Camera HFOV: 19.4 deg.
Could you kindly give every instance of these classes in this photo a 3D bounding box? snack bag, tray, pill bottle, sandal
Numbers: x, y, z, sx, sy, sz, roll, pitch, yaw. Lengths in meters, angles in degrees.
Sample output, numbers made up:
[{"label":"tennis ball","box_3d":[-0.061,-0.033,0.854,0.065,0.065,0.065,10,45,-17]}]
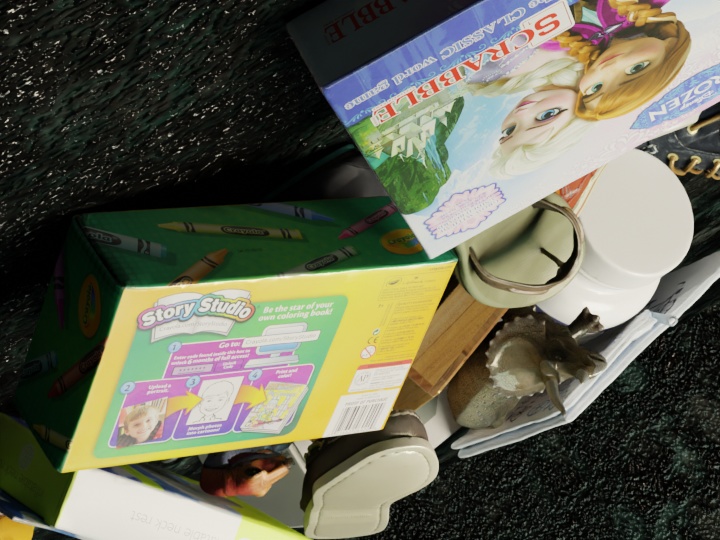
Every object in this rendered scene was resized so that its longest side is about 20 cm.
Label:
[{"label":"snack bag","box_3d":[0.167,0.055,1.494,0.200,0.021,0.189,-41,-177,-23]},{"label":"tray","box_3d":[0.032,0.061,1.363,0.099,0.037,0.200,-49,-177,-24]},{"label":"pill bottle","box_3d":[0.137,-0.009,1.442,0.120,0.120,0.200,-24,173,-30]},{"label":"sandal","box_3d":[0.092,-0.015,1.201,0.080,0.057,0.201,-50,157,0]}]

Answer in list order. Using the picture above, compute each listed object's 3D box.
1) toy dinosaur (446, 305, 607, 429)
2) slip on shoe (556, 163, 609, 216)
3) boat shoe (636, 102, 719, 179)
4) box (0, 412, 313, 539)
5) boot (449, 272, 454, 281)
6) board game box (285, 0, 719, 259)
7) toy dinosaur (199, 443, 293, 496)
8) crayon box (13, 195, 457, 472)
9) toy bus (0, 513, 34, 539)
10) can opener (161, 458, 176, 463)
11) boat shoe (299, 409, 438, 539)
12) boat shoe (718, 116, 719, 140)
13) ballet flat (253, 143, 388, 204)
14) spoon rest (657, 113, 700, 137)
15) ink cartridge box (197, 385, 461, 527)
[{"label":"toy dinosaur","box_3d":[0.092,0.060,1.359,0.102,0.077,0.200,-40,-179,-35]},{"label":"slip on shoe","box_3d":[0.116,-0.075,1.273,0.061,0.074,0.200,-6,156,-29]},{"label":"boat shoe","box_3d":[0.233,-0.088,1.457,0.200,0.091,0.071,-33,169,18]},{"label":"box","box_3d":[-0.141,0.141,1.272,0.200,0.048,0.122,24,177,-34]},{"label":"boot","box_3d":[0.000,0.000,1.277,0.200,0.073,0.155,-37,172,-20]},{"label":"board game box","box_3d":[0.087,-0.102,0.965,0.200,0.041,0.200,-29,154,5]},{"label":"toy dinosaur","box_3d":[-0.046,0.095,1.341,0.200,0.105,0.182,81,31,-48]},{"label":"crayon box","box_3d":[-0.061,0.029,1.054,0.200,0.058,0.119,-4,131,-36]},{"label":"toy bus","box_3d":[-0.271,0.234,1.319,0.200,0.192,0.136,-36,167,24]},{"label":"can opener","box_3d":[-0.144,0.097,1.364,0.079,0.063,0.200,-31,170,7]},{"label":"boat shoe","box_3d":[0.001,0.116,1.300,0.072,0.060,0.200,-1,160,-11]},{"label":"boat shoe","box_3d":[0.283,-0.132,1.328,0.073,0.075,0.200,14,154,-6]},{"label":"ballet flat","box_3d":[-0.068,0.004,1.122,0.200,0.073,0.073,-28,170,-9]},{"label":"spoon rest","box_3d":[0.200,-0.121,1.337,0.099,0.061,0.200,-20,180,-18]},{"label":"ink cartridge box","box_3d":[-0.004,0.105,1.568,0.200,0.084,0.145,-36,-170,-31]}]
